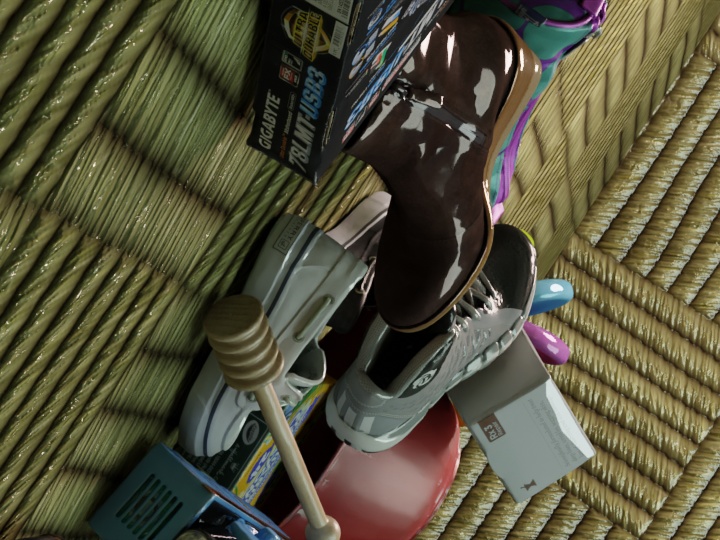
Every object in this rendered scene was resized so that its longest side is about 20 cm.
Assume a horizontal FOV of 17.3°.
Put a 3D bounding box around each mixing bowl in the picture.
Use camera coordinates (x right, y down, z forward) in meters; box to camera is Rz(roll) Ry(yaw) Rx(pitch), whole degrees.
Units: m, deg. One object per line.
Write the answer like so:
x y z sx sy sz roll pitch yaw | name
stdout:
0.002 0.138 1.747 0.200 0.108 0.200 -50 -162 23 | mixing bowl

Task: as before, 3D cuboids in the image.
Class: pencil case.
0.086 -0.122 1.524 0.085 0.092 0.200 -49 170 -42 | pencil case

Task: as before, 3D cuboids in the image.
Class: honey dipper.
-0.049 0.099 1.426 0.038 0.038 0.200 -51 139 -34 | honey dipper

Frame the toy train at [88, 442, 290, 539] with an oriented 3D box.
-0.079 0.185 1.477 0.087 0.114 0.200 -47 148 0 | toy train

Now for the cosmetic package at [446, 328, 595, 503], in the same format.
0.087 0.060 1.702 0.074 0.200 0.102 -32 134 1 | cosmetic package

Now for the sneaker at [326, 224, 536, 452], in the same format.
0.060 0.028 1.559 0.200 0.075 0.116 -49 170 -26 | sneaker

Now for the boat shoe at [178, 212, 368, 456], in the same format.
-0.055 0.055 1.447 0.074 0.067 0.200 -55 173 -46 | boat shoe

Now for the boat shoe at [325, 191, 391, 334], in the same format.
0.000 0.000 1.614 0.069 0.057 0.200 -60 171 22 | boat shoe

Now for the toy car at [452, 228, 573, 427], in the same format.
0.128 0.060 2.298 0.200 0.150 0.175 -56 172 -8 | toy car

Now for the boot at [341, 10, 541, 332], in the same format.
0.025 -0.062 1.385 0.166 0.072 0.200 9 106 -59 | boot

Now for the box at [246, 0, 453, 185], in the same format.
0.025 -0.167 1.127 0.200 0.050 0.199 -53 172 -27 | box

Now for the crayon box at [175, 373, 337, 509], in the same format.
-0.076 0.117 1.644 0.126 0.052 0.200 -57 173 3 | crayon box

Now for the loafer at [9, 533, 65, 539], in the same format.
-0.204 0.229 1.251 0.200 0.073 0.072 -56 177 7 | loafer
